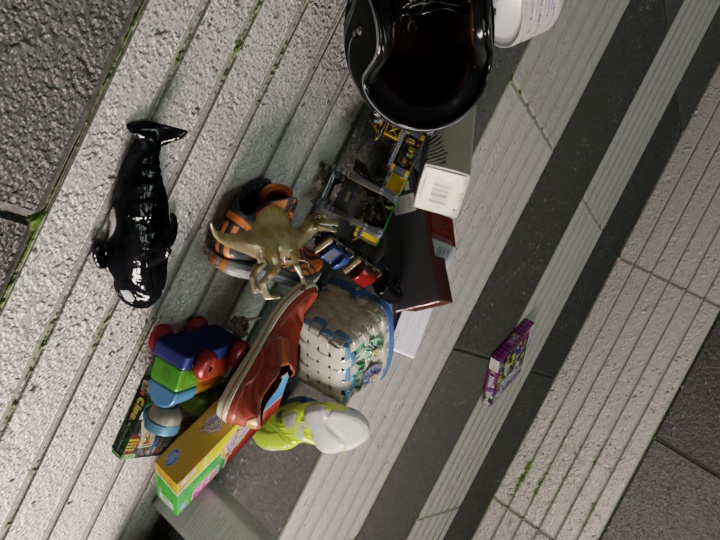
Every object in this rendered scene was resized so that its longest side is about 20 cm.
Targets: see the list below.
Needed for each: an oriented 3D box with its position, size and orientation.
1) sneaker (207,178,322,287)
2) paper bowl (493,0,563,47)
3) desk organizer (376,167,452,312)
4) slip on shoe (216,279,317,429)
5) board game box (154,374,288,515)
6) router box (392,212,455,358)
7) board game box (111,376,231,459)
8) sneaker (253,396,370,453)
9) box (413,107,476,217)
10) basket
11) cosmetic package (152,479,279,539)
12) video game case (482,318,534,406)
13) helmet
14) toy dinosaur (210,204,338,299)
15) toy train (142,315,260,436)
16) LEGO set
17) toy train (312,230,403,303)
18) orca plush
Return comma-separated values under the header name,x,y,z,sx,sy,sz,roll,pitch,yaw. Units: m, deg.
name,x,y,z,sx,sy,sz,roll,pitch,yaw
sneaker,-0.096,-0.046,0.928,0.198,0.077,0.114,5,112,-60
paper bowl,0.164,-0.385,0.940,0.102,0.203,0.203,-22,142,-8
desk organizer,0.080,-0.044,1.117,0.077,0.070,0.206,10,68,-64
slip on shoe,-0.100,0.102,0.906,0.203,0.060,0.075,-61,171,-25
board game box,-0.177,0.209,0.960,0.200,0.040,0.154,-45,168,-30
router box,0.104,0.019,1.263,0.180,0.048,0.205,-75,-177,-72
board game box,-0.229,0.190,0.978,0.199,0.023,0.107,15,99,-62
sneaker,-0.066,0.220,1.129,0.105,0.195,0.078,-39,122,-63
box,0.125,-0.178,1.085,0.203,0.066,0.083,-78,-178,-45
basket,-0.005,0.091,1.138,0.200,0.136,0.180,-48,151,-42
cosmetic package,-0.182,0.361,1.018,0.075,0.198,0.102,-53,150,-12
video game case,0.418,0.260,2.104,0.199,0.035,0.185,-37,142,-38
helmet,0.068,-0.271,0.876,0.200,0.198,0.192,-47,158,-24
toy dinosaur,-0.108,-0.023,0.853,0.197,0.057,0.104,-11,104,-49
toy train,-0.187,0.125,0.917,0.199,0.083,0.118,-10,123,-67
LEGO set,0.008,-0.136,1.025,0.154,0.114,0.204,-62,177,-80
toy train,0.000,0.000,1.000,0.034,0.047,0.199,-33,142,19
orca plush,-0.204,-0.043,0.756,0.104,0.070,0.204,-2,117,-58
